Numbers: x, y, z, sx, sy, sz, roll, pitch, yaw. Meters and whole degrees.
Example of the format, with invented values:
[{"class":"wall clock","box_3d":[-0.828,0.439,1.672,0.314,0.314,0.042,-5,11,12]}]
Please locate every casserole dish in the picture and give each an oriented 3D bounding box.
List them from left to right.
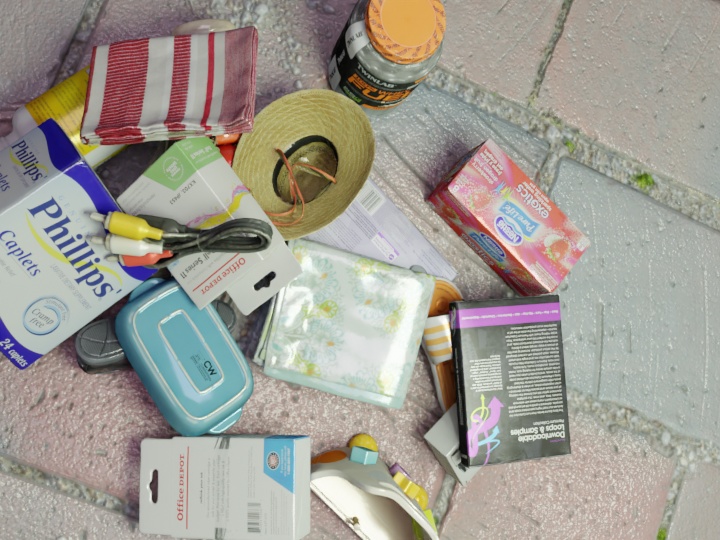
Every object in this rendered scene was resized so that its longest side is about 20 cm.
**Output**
[{"class":"casserole dish","box_3d":[-0.202,0.098,0.955,0.120,0.039,0.202,-32,92,-26]}]

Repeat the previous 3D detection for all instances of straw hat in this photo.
[{"class":"straw hat","box_3d":[-0.064,-0.117,1.017,0.197,0.085,0.205,-6,67,15]}]

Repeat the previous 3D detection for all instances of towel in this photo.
[{"class":"towel","box_3d":[-0.213,-0.210,0.910,0.195,0.023,0.147,-5,61,4]},{"class":"towel","box_3d":[-0.019,0.065,1.003,0.196,0.048,0.175,16,94,-5]}]

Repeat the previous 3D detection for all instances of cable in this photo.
[{"class":"cable","box_3d":[-0.190,-0.023,0.876,0.195,0.098,0.051,8,52,10]}]

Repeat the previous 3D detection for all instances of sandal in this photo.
[{"class":"sandal","box_3d":[0.128,0.108,1.056,0.078,0.059,0.211,-23,107,-21]}]

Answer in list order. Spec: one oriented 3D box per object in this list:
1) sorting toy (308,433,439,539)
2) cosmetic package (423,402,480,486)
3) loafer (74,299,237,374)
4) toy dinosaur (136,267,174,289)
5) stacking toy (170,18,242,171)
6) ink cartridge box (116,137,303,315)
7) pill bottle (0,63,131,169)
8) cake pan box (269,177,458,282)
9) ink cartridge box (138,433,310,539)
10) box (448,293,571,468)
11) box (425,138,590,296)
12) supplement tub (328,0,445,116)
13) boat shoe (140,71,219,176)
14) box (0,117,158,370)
[{"class":"sorting toy","box_3d":[0.034,0.286,0.979,0.200,0.180,0.107,45,77,-6]},{"class":"cosmetic package","box_3d":[0.178,0.181,1.071,0.200,0.050,0.083,-44,135,-13]},{"class":"loafer","box_3d":[-0.251,0.082,1.001,0.196,0.063,0.073,-11,60,-26]},{"class":"toy dinosaur","box_3d":[-0.225,-0.013,1.010,0.196,0.047,0.090,-10,76,-20]},{"class":"stacking toy","box_3d":[-0.185,-0.208,1.035,0.083,0.085,0.205,-9,93,-14]},{"class":"ink cartridge box","box_3d":[-0.171,-0.040,0.936,0.116,0.067,0.201,-35,96,27]},{"class":"pill bottle","box_3d":[-0.341,-0.172,0.975,0.199,0.104,0.105,-36,93,-14]},{"class":"cake pan box","box_3d":[0.000,0.000,1.066,0.200,0.052,0.185,45,75,-6]},{"class":"ink cartridge box","box_3d":[-0.161,0.256,0.973,0.195,0.067,0.119,-1,84,14]},{"class":"box","box_3d":[0.187,0.136,1.016,0.140,0.036,0.205,-3,86,-14]},{"class":"box","box_3d":[0.196,-0.066,1.093,0.200,0.100,0.096,44,77,-6]},{"class":"supplement tub","box_3d":[0.033,-0.279,1.023,0.120,0.200,0.126,1,84,-12]},{"class":"boat shoe","box_3d":[-0.205,-0.151,0.988,0.072,0.075,0.202,30,116,-3]},{"class":"box","box_3d":[-0.362,-0.027,0.908,0.199,0.105,0.185,-38,138,-13]}]
